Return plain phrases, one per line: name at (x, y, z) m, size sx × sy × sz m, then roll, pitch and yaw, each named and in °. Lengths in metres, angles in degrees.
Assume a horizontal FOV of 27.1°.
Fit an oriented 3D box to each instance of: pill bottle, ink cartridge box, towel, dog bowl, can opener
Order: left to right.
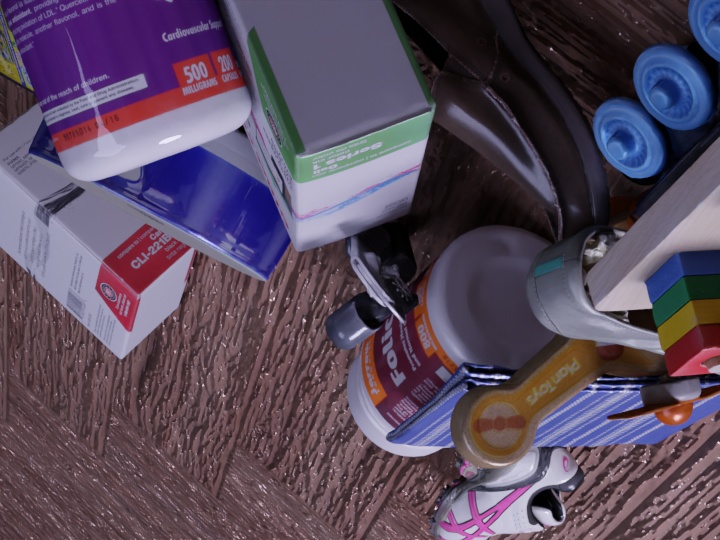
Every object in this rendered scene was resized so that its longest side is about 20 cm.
ink cartridge box at (-0.255, -0.036, 1.364) m, size 0.200 × 0.084 × 0.144 m, roll 41°, pitch 151°, yaw 6°
pill bottle at (-0.142, -0.157, 0.820) m, size 0.112 × 0.112 × 0.201 m, roll -9°, pitch 104°, yaw 55°
dog bowl at (-0.136, -0.072, 1.085) m, size 0.200 × 0.079 × 0.200 m, roll 28°, pitch 176°, yaw 2°
ink cartridge box at (-0.027, -0.111, 0.880) m, size 0.200 × 0.084 × 0.145 m, roll 99°, pitch 149°, yaw -76°
can opener at (0.000, 0.000, 0.998) m, size 0.053 × 0.067 × 0.200 m, roll 50°, pitch -172°, yaw -11°
pill bottle at (0.066, 0.057, 1.037) m, size 0.114 × 0.114 × 0.200 m, roll 45°, pitch 150°, yaw 2°
towel at (0.131, 0.086, 0.951) m, size 0.145 × 0.199 × 0.024 m, roll 129°, pitch 140°, yaw -62°

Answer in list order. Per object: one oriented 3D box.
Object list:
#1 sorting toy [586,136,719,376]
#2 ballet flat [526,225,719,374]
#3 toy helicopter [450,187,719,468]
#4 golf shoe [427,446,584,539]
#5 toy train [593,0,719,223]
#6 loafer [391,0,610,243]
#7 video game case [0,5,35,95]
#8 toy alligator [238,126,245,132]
sorting toy at (0.233, -0.011, 0.656) m, size 0.200 × 0.198 × 0.070 m, roll 123°, pitch 141°, yaw -60°
ballet flat at (0.186, 0.018, 0.792) m, size 0.199 × 0.068 × 0.064 m, roll 8°, pitch 160°, yaw -19°
toy helicopter at (0.137, 0.050, 0.852) m, size 0.132 × 0.200 × 0.079 m, roll 55°, pitch 162°, yaw -7°
golf shoe at (0.112, 0.183, 1.177) m, size 0.092 × 0.073 × 0.200 m, roll 37°, pitch 149°, yaw 12°
toy train at (0.194, -0.079, 0.727) m, size 0.114 × 0.087 × 0.200 m, roll 48°, pitch 151°, yaw 8°
loafer at (0.071, -0.093, 0.834) m, size 0.200 × 0.071 × 0.073 m, roll 61°, pitch 176°, yaw 16°
video game case at (-0.272, -0.218, 1.223) m, size 0.180 × 0.026 × 0.200 m, roll 29°, pitch 147°, yaw 27°
toy alligator at (-0.132, -0.143, 1.105) m, size 0.200 × 0.054 × 0.059 m, roll 26°, pitch 145°, yaw 31°
